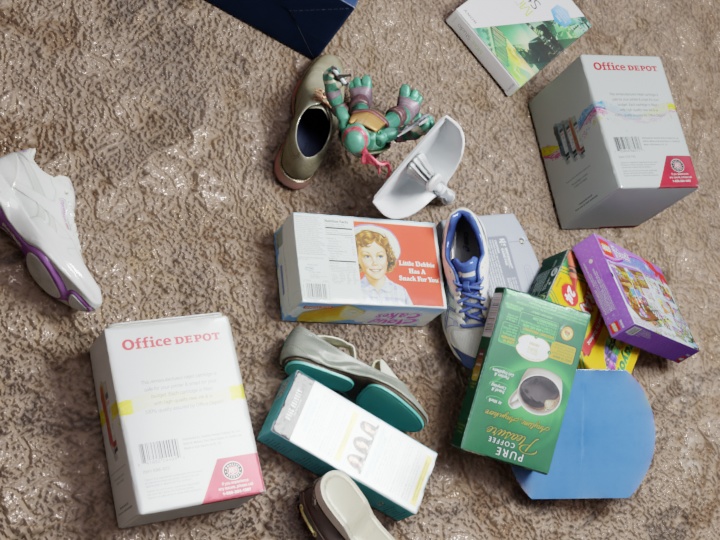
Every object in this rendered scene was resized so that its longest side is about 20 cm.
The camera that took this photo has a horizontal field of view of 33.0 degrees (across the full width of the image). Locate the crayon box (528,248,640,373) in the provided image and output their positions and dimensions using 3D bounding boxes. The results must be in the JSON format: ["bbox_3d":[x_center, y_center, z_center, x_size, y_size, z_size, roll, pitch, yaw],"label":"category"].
[{"bbox_3d":[0.297,0.088,1.579,0.200,0.051,0.127,46,48,-17],"label":"crayon box"}]

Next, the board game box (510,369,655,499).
[{"bbox_3d":[0.270,0.202,1.521,0.197,0.039,0.160,2,88,-13],"label":"board game box"}]

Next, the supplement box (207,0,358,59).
[{"bbox_3d":[-0.089,-0.425,1.570,0.198,0.134,0.202,26,60,-15],"label":"supplement box"}]

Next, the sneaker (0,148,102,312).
[{"bbox_3d":[-0.334,-0.049,1.325,0.099,0.075,0.201,-36,88,-32],"label":"sneaker"}]

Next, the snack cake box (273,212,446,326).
[{"bbox_3d":[0.000,0.000,1.481,0.198,0.067,0.116,4,66,-26],"label":"snack cake box"}]

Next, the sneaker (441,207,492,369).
[{"bbox_3d":[0.128,0.021,1.495,0.074,0.088,0.203,-10,77,8],"label":"sneaker"}]

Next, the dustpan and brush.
[{"bbox_3d":[0.089,-0.112,1.523,0.057,0.200,0.140,41,94,7],"label":"dustpan and brush"}]

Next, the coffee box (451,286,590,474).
[{"bbox_3d":[0.193,0.132,1.460,0.122,0.044,0.203,16,85,-15],"label":"coffee box"}]

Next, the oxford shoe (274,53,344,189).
[{"bbox_3d":[-0.050,-0.199,1.532,0.070,0.074,0.202,20,61,-15],"label":"oxford shoe"}]

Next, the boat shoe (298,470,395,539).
[{"bbox_3d":[0.001,0.320,1.355,0.072,0.059,0.201,-31,87,-48],"label":"boat shoe"}]

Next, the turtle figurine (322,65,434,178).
[{"bbox_3d":[0.012,-0.189,1.489,0.149,0.101,0.200,30,23,0],"label":"turtle figurine"}]

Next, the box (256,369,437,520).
[{"bbox_3d":[-0.014,0.204,1.400,0.199,0.049,0.083,32,58,-12],"label":"box"}]

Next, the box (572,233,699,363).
[{"bbox_3d":[0.365,0.040,1.602,0.199,0.039,0.138,20,43,-49],"label":"box"}]

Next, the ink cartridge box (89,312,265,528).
[{"bbox_3d":[-0.199,0.159,1.304,0.144,0.083,0.202,-4,72,-29],"label":"ink cartridge box"}]

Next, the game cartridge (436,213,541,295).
[{"bbox_3d":[0.180,0.026,1.582,0.132,0.040,0.203,-6,73,-25],"label":"game cartridge"}]

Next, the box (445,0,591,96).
[{"bbox_3d":[0.233,-0.360,1.767,0.145,0.036,0.200,49,58,-1],"label":"box"}]

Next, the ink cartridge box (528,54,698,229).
[{"bbox_3d":[0.347,-0.178,1.685,0.144,0.145,0.203,-3,71,-27],"label":"ink cartridge box"}]

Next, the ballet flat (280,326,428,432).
[{"bbox_3d":[0.000,0.122,1.433,0.198,0.067,0.064,27,51,-15],"label":"ballet flat"}]
